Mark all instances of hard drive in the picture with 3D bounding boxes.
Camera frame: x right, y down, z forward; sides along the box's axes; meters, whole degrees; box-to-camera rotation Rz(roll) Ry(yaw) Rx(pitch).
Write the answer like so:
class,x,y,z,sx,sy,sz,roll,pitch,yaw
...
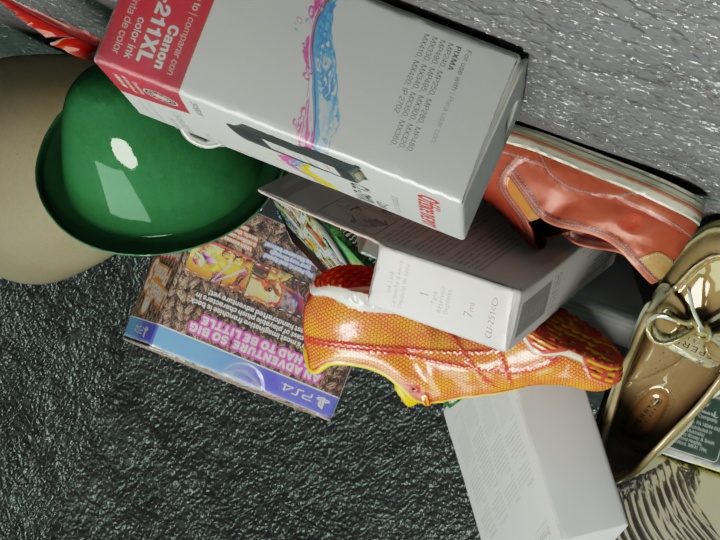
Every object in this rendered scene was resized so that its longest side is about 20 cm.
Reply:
class,x,y,z,sx,sy,sz,roll,pitch,yaw
hard drive,0.090,-0.019,1.386,0.198,0.026,0.132,19,-153,-14

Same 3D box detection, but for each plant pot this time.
class,x,y,z,sx,sy,sz,roll,pitch,yaw
plant pot,-0.211,-0.090,1.620,0.186,0.189,0.199,24,161,-34

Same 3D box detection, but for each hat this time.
class,x,y,z,sx,sy,sz,roll,pitch,yaw
hat,-0.154,-0.124,1.345,0.198,0.167,0.177,-12,143,-4

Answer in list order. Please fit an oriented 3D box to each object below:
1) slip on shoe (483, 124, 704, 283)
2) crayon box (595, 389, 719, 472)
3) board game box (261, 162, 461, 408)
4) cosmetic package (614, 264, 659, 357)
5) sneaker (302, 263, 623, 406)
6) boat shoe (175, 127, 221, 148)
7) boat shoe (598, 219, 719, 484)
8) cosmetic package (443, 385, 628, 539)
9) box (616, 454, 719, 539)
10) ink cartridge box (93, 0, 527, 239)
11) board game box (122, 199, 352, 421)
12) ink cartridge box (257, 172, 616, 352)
class,x,y,z,sx,sy,sz,roll,pitch,yaw
slip on shoe,0.102,-0.046,1.216,0.199,0.062,0.074,22,178,24
crayon box,0.243,0.112,1.447,0.126,0.051,0.200,18,177,17
board game box,0.000,0.000,1.404,0.200,0.023,0.105,46,163,37
cosmetic package,0.247,0.041,1.417,0.106,0.091,0.199,23,173,-30
sneaker,0.062,0.049,1.270,0.198,0.078,0.073,11,-160,5
boat shoe,-0.094,-0.113,1.282,0.072,0.071,0.200,21,180,-5
boat shoe,0.199,0.055,1.273,0.073,0.063,0.201,27,132,9
cosmetic package,0.112,0.129,1.371,0.051,0.152,0.200,-10,160,-11
box,0.229,0.178,1.484,0.198,0.083,0.068,18,177,-14
ink cartridge box,-0.021,-0.096,1.070,0.199,0.083,0.146,22,175,6
board game box,-0.070,-0.008,1.615,0.158,0.202,0.097,23,175,-19
ink cartridge box,0.052,-0.025,1.282,0.175,0.045,0.200,20,-157,20
